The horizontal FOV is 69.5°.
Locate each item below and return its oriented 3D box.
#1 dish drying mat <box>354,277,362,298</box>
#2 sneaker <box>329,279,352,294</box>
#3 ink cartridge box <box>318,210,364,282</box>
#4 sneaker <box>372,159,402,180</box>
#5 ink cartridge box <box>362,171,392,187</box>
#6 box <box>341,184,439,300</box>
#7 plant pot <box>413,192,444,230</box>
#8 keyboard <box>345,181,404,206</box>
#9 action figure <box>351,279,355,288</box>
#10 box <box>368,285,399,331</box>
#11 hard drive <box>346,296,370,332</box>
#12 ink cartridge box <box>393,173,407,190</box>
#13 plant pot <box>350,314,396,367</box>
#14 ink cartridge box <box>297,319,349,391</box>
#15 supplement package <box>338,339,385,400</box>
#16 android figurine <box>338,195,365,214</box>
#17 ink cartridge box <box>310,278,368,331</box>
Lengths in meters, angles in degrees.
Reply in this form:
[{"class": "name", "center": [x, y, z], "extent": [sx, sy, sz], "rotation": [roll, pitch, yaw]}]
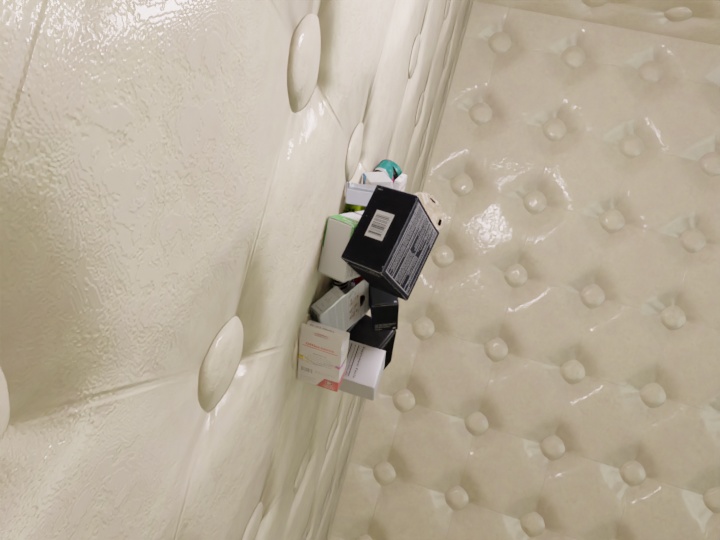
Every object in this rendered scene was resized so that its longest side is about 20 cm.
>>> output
[{"class": "dish drying mat", "center": [0.000, 0.000, 1.549], "extent": [0.077, 0.018, 0.201], "rotation": [-56, 153, -28]}, {"class": "sneaker", "center": [-0.037, 0.043, 1.520], "extent": [0.200, 0.075, 0.116], "rotation": [-5, 112, -78]}, {"class": "ink cartridge box", "center": [-0.008, -0.068, 1.320], "extent": [0.200, 0.084, 0.147], "rotation": [-20, 126, -55]}, {"class": "sneaker", "center": [0.084, -0.288, 1.715], "extent": [0.121, 0.083, 0.201], "rotation": [-57, 161, -33]}, {"class": "ink cartridge box", "center": [0.046, -0.172, 1.494], "extent": [0.116, 0.066, 0.202], "rotation": [-113, -158, -64]}, {"class": "box", "center": [0.077, -0.062, 1.251], "extent": [0.201, 0.123, 0.198], "rotation": [-63, 149, -10]}, {"class": "plant pot", "center": [0.153, -0.143, 1.601], "extent": [0.183, 0.200, 0.201], "rotation": [-32, -151, 50]}, {"class": "keyboard", "center": [0.042, -0.195, 1.382], "extent": [0.199, 0.011, 0.057], "rotation": [3, 95, -36]}, {"class": "action figure", "center": [0.038, -0.004, 1.672], "extent": [0.193, 0.105, 0.200], "rotation": [-42, 170, -14]}, {"class": "box", "center": [0.059, 0.049, 1.463], "extent": [0.142, 0.078, 0.201], "rotation": [91, -6, -55]}, {"class": "hard drive", "center": [-0.008, 0.124, 1.596], "extent": [0.200, 0.033, 0.139], "rotation": [-47, -176, -28]}, {"class": "ink cartridge box", "center": [0.100, -0.241, 1.854], "extent": [0.146, 0.084, 0.201], "rotation": [-54, 159, -65]}, {"class": "plant pot", "center": [-0.017, 0.269, 1.689], "extent": [0.178, 0.199, 0.200], "rotation": [-54, 160, -36]}, {"class": "ink cartridge box", "center": [-0.093, 0.203, 1.314], "extent": [0.068, 0.116, 0.201], "rotation": [-62, 164, -50]}, {"class": "supplement package", "center": [-0.037, 0.279, 1.513], "extent": [0.122, 0.198, 0.120], "rotation": [91, 18, -59]}, {"class": "android figurine", "center": [-0.028, -0.123, 1.429], "extent": [0.200, 0.041, 0.183], "rotation": [82, 25, -64]}, {"class": "ink cartridge box", "center": [-0.052, 0.105, 1.403], "extent": [0.173, 0.043, 0.201], "rotation": [-40, 155, -23]}]
